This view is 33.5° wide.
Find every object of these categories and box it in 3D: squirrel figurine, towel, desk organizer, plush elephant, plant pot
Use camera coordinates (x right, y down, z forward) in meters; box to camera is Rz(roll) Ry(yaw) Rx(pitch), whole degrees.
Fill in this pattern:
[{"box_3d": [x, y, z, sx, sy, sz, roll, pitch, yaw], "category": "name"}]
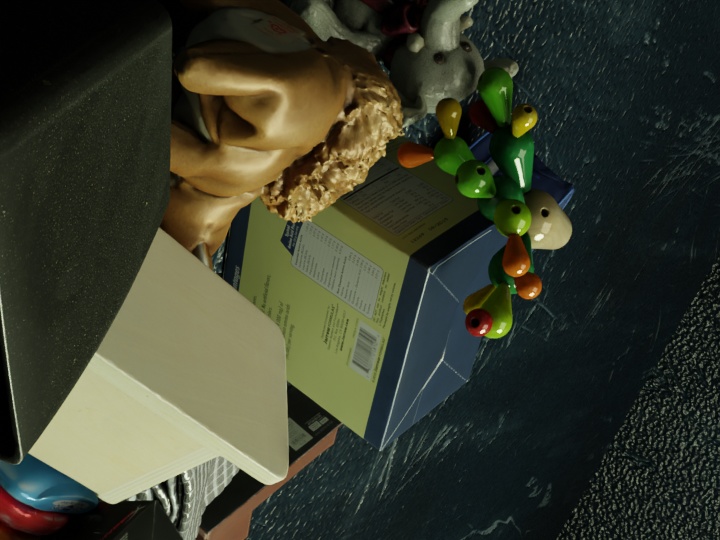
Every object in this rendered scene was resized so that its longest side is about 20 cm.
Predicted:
[{"box_3d": [-0.074, -0.079, 0.822, 0.198, 0.142, 0.188, 10, 124, -26], "category": "squirrel figurine"}, {"box_3d": [-0.151, 0.151, 0.976, 0.167, 0.084, 0.202, -76, 176, -49], "category": "towel"}, {"box_3d": [-0.113, 0.211, 1.222, 0.199, 0.071, 0.078, -35, 150, -39], "category": "desk organizer"}, {"box_3d": [0.034, -0.188, 0.915, 0.164, 0.154, 0.201, -38, 149, -36], "category": "plush elephant"}, {"box_3d": [-0.200, -0.064, 0.607, 0.178, 0.198, 0.201, -50, 158, -43], "category": "plant pot"}]

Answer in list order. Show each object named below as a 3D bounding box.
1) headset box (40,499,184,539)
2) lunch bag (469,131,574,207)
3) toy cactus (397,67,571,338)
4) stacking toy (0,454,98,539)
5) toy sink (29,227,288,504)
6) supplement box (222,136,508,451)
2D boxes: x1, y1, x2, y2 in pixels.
[{"box_3d": [-0.226, 0.242, 0.863, 0.149, 0.199, 0.078, -41, 107, -36], "category": "headset box"}, {"box_3d": [0.113, -0.049, 1.264, 0.200, 0.132, 0.136, -43, 168, -30], "category": "lunch bag"}, {"box_3d": [0.106, -0.042, 0.896, 0.164, 0.101, 0.203, 20, 58, -56], "category": "toy cactus"}, {"box_3d": [-0.294, 0.191, 0.846, 0.200, 0.110, 0.116, -46, 158, 2], "category": "stacking toy"}, {"box_3d": [-0.150, 0.061, 0.769, 0.111, 0.131, 0.200, -27, 135, 24], "category": "toy sink"}, {"box_3d": [0.000, 0.000, 1.022, 0.134, 0.199, 0.202, -30, 145, -43], "category": "supplement box"}]
